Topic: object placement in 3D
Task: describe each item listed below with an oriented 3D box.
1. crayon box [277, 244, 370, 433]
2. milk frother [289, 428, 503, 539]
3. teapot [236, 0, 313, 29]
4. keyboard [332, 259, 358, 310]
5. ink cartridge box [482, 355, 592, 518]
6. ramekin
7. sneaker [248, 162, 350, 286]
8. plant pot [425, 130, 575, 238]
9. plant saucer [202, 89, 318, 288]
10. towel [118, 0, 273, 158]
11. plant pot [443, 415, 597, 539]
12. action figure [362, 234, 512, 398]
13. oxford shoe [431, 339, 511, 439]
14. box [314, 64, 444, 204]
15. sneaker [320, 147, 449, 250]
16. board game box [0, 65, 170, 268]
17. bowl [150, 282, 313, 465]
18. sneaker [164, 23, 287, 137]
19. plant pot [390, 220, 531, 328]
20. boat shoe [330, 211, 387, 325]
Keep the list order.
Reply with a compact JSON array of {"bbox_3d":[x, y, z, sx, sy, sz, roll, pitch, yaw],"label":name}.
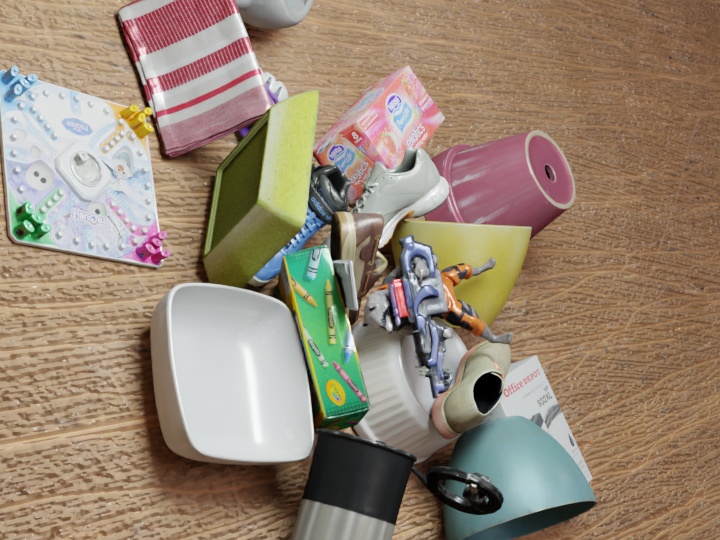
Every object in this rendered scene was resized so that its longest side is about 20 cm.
[{"bbox_3d":[-0.046,0.085,1.453,0.058,0.119,0.202,-13,76,-11],"label":"crayon box"},{"bbox_3d":[0.032,0.293,1.333,0.180,0.199,0.190,32,70,-55],"label":"milk frother"},{"bbox_3d":[-0.147,-0.418,1.619,0.200,0.145,0.199,3,92,-72],"label":"teapot"},{"bbox_3d":[-0.027,0.016,1.458,0.011,0.200,0.057,-13,93,-11],"label":"keyboard"},{"bbox_3d":[0.231,0.242,1.734,0.145,0.083,0.201,-23,88,-53],"label":"ink cartridge box"},{"bbox_3d":[0.069,0.145,1.585,0.202,0.094,0.204,28,50,-39],"label":"ramekin"},{"bbox_3d":[-0.078,-0.065,1.513,0.077,0.111,0.200,53,38,-15],"label":"sneaker"},{"bbox_3d":[0.219,-0.119,1.852,0.199,0.178,0.201,28,48,-38],"label":"plant pot"},{"bbox_3d":[-0.124,-0.092,1.411,0.048,0.200,0.201,22,52,-24],"label":"plant saucer"},{"bbox_3d":[-0.198,-0.251,1.453,0.023,0.143,0.201,17,52,-77],"label":"towel"},{"bbox_3d":[0.191,0.268,1.581,0.199,0.199,0.136,8,58,-48],"label":"plant pot"},{"bbox_3d":[0.091,0.065,1.521,0.192,0.104,0.202,3,75,-25],"label":"action figure"},{"bbox_3d":[0.162,0.145,1.557,0.071,0.074,0.200,55,37,-12],"label":"oxford shoe"},{"bbox_3d":[0.028,-0.196,1.733,0.103,0.094,0.200,53,38,-13],"label":"box"},{"bbox_3d":[0.018,-0.091,1.607,0.199,0.076,0.092,-37,120,-13],"label":"sneaker"},{"bbox_3d":[-0.301,-0.113,1.340,0.199,0.026,0.202,12,60,-47],"label":"board game box"},{"bbox_3d":[-0.151,0.122,1.346,0.199,0.074,0.202,13,61,-47],"label":"bowl"},{"bbox_3d":[-0.177,-0.238,1.527,0.200,0.080,0.089,39,51,-32],"label":"sneaker"},{"bbox_3d":[0.135,0.005,1.694,0.199,0.199,0.143,-1,95,-51],"label":"plant pot"},{"bbox_3d":[0.000,0.000,1.514,0.071,0.201,0.072,-9,49,-11],"label":"boat shoe"}]
